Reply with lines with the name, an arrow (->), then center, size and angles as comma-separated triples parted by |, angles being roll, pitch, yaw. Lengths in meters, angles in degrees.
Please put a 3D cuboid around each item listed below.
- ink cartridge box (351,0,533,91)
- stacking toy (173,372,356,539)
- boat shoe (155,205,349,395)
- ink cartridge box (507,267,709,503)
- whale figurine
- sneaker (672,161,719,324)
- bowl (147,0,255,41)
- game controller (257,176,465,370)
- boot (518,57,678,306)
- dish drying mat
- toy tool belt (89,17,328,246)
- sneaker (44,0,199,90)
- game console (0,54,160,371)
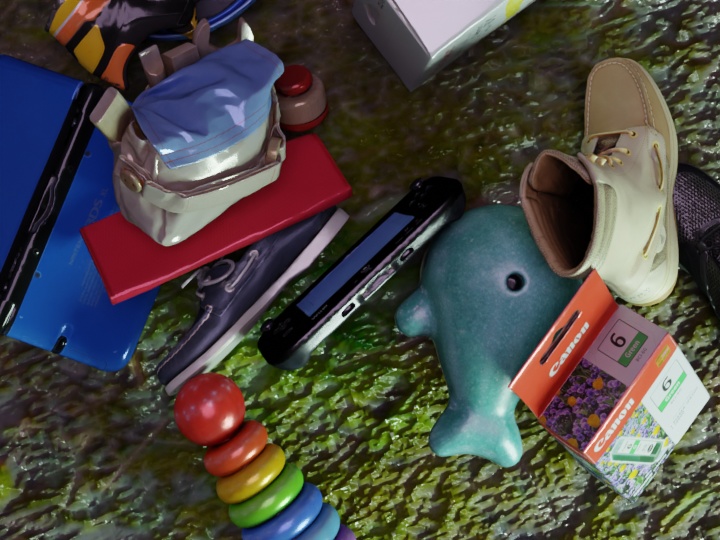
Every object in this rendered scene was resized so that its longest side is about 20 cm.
ink cartridge box -> 0.099, -0.237, 0.887 | 0.199, 0.145, 0.084 | -36, 91, -4
stacking toy -> -0.072, 0.165, 0.871 | 0.085, 0.085, 0.202 | -32, 100, -4
boat shoe -> -0.093, 0.009, 0.898 | 0.062, 0.075, 0.200 | 43, 84, -2
ink cartridge box -> 0.190, 0.091, 0.858 | 0.050, 0.200, 0.109 | 34, 84, 38
whale figurine -> 0.105, 0.049, 0.892 | 0.156, 0.104, 0.203 | 11, 85, -3
sneaker -> 0.302, -0.002, 0.905 | 0.075, 0.114, 0.201 | -27, 87, -6
bowl -> -0.156, -0.283, 0.926 | 0.197, 0.039, 0.204 | 0, 88, -3
game controller -> 0.000, 0.000, 0.889 | 0.200, 0.104, 0.042 | -44, 95, -5
boot -> 0.179, -0.082, 0.872 | 0.072, 0.154, 0.203 | -10, 76, 37
dish drying mat -> -0.108, -0.042, 0.874 | 0.198, 0.018, 0.077 | -25, 59, -11
toy tool belt -> -0.104, -0.121, 0.842 | 0.124, 0.124, 0.200 | 30, 57, 34
sneaker -> -0.144, -0.227, 0.878 | 0.200, 0.070, 0.090 | -46, 106, -4
game console -> -0.242, -0.046, 0.920 | 0.169, 0.118, 0.203 | 25, 86, -33
